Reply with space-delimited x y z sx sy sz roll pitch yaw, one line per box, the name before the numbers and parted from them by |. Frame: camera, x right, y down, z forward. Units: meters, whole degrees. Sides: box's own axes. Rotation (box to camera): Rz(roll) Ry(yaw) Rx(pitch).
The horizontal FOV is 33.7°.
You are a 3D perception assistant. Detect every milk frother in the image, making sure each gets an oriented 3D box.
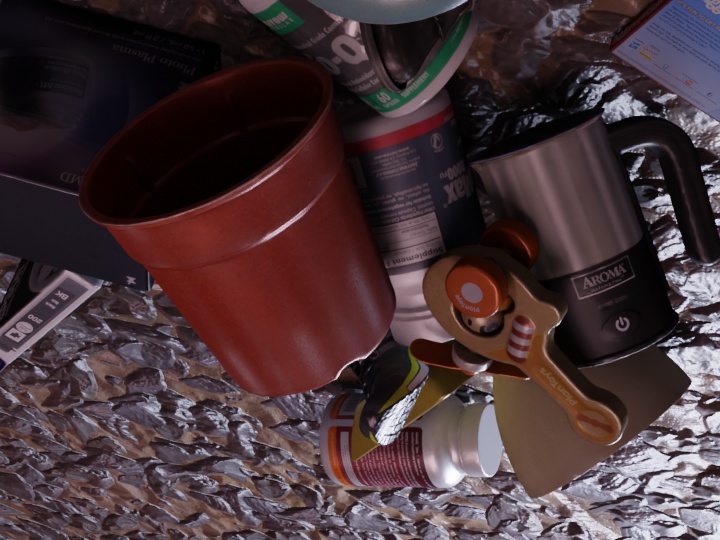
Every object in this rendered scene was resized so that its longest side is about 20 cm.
milk frother | 0.187 -0.039 1.026 0.200 0.180 0.188 3 116 68

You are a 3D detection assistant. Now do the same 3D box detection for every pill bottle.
pill bottle | 0.061 0.202 1.413 0.200 0.113 0.113 -3 141 26
pill bottle | 0.043 -0.045 1.006 0.119 0.120 0.200 -8 109 30
pill bottle | -0.019 -0.212 0.873 0.200 0.113 0.113 35 141 -25

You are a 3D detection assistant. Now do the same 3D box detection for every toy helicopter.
toy helicopter | 0.127 0.066 0.940 0.200 0.079 0.132 45 134 -1

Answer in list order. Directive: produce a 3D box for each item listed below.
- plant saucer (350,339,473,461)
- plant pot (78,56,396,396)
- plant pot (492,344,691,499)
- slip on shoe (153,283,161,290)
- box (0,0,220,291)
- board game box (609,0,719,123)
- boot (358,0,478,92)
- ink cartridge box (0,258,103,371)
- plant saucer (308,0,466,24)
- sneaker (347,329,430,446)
plant saucer | 0.085 0.100 1.232 0.048 0.200 0.200 53 142 6
plant pot | -0.075 -0.024 0.895 0.201 0.201 0.195 -6 128 29
plant pot | 0.210 0.116 1.197 0.135 0.200 0.200 53 142 6
slip on shoe | -0.228 -0.025 1.257 0.200 0.074 0.061 7 141 21
box | -0.244 -0.113 1.026 0.200 0.199 0.123 14 145 1
board game box | 0.302 -0.151 0.911 0.200 0.019 0.103 28 145 -17
boot | 0.100 -0.205 0.772 0.174 0.200 0.069 1 148 32
ink cartridge box | -0.296 -0.010 1.151 0.043 0.198 0.200 37 127 -23
plant saucer | 0.018 -0.256 0.742 0.200 0.200 0.027 5 179 16
sneaker | 0.016 0.086 1.055 0.081 0.200 0.074 24 112 -1
